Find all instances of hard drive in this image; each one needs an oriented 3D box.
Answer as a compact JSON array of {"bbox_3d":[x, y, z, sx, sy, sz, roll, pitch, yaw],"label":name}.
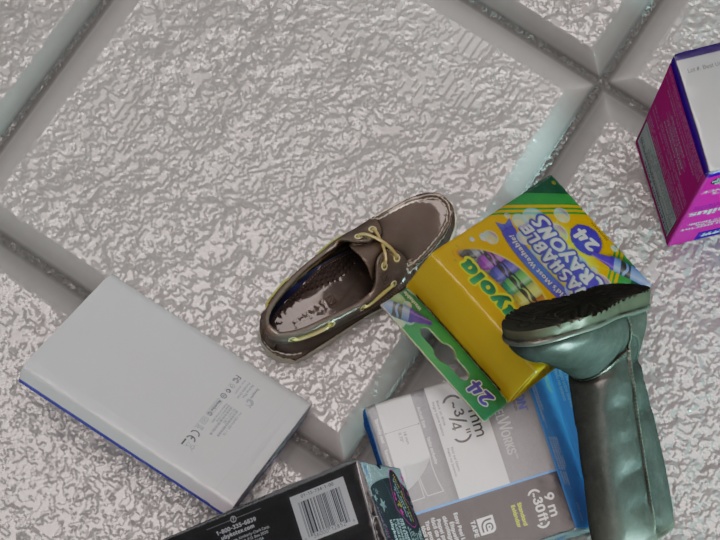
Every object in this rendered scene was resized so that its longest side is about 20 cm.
[{"bbox_3d":[-0.154,0.098,1.609,0.199,0.025,0.132,32,45,7],"label":"hard drive"}]

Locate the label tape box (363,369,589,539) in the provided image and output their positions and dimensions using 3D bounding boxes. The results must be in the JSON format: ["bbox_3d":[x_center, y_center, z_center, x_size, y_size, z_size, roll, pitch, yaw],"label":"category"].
[{"bbox_3d":[0.116,0.152,1.610,0.198,0.063,0.145,-17,76,-5],"label":"label tape box"}]

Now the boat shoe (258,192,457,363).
[{"bbox_3d":[0.000,0.000,1.650,0.199,0.060,0.072,-36,78,-10],"label":"boat shoe"}]

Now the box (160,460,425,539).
[{"bbox_3d":[-0.052,0.239,1.530,0.199,0.115,0.133,-23,75,13],"label":"box"}]

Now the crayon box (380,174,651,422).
[{"bbox_3d":[0.127,0.019,1.603,0.126,0.052,0.200,48,49,10],"label":"crayon box"}]

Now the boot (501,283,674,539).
[{"bbox_3d":[0.177,0.120,1.536,0.181,0.072,0.202,-10,104,-45],"label":"boot"}]

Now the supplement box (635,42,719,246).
[{"bbox_3d":[0.293,-0.103,1.611,0.100,0.200,0.104,-14,76,-4],"label":"supplement box"}]
